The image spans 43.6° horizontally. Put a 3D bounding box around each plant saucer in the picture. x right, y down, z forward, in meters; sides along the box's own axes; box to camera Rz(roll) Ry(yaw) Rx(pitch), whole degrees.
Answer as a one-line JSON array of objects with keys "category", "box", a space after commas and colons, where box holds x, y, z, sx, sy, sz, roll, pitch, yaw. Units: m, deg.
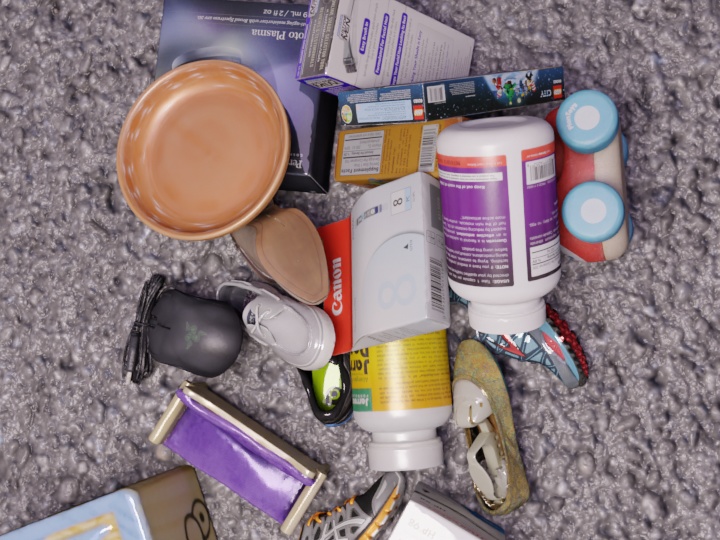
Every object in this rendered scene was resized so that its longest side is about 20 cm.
[{"category": "plant saucer", "box": [-0.166, -0.127, 0.969, 0.200, 0.037, 0.201, -3, 78, 16]}]

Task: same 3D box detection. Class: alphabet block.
[{"category": "alphabet block", "box": [-0.271, 0.344, 0.992, 0.196, 0.200, 0.196, -20, 82, 5]}]

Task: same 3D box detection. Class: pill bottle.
[{"category": "pill bottle", "box": [0.136, -0.044, 0.878, 0.112, 0.112, 0.200, -4, 106, 7]}, {"category": "pill bottle", "box": [0.045, 0.119, 1.014, 0.113, 0.113, 0.200, -4, 85, 7]}]

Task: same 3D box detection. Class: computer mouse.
[{"category": "computer mouse", "box": [-0.215, 0.072, 1.031, 0.200, 0.053, 0.139, 4, 80, 44]}]

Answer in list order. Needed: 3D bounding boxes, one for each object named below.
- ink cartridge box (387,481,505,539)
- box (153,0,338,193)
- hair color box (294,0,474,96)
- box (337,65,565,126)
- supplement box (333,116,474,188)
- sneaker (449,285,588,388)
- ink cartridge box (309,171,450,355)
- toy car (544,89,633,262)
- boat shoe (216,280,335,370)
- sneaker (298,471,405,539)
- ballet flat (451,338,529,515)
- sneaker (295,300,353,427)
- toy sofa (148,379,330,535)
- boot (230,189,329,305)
[{"category": "ink cartridge box", "box": [0.091, 0.290, 0.948, 0.116, 0.200, 0.067, 29, 88, 9]}, {"category": "box", "box": [-0.131, -0.204, 1.063, 0.200, 0.123, 0.199, 5, 87, 8]}, {"category": "hair color box", "box": [0.031, -0.238, 1.014, 0.065, 0.200, 0.110, 5, 83, 51]}, {"category": "box", "box": [0.096, -0.182, 0.943, 0.200, 0.136, 0.038, -15, 104, -35]}, {"category": "supplement box", "box": [0.058, -0.128, 1.003, 0.200, 0.066, 0.069, 7, 89, 50]}, {"category": "sneaker", "box": [0.174, 0.066, 1.032, 0.200, 0.079, 0.096, 48, 109, 13]}, {"category": "ink cartridge box", "box": [0.000, 0.000, 0.959, 0.200, 0.047, 0.160, -16, 65, 35]}, {"category": "toy car", "box": [0.189, -0.093, 0.990, 0.200, 0.184, 0.177, -4, 85, 20]}, {"category": "boat shoe", "box": [-0.100, 0.053, 1.004, 0.200, 0.068, 0.072, 36, 109, 52]}, {"category": "sneaker", "box": [-0.026, 0.301, 1.027, 0.077, 0.078, 0.200, 41, 90, 18]}, {"category": "ballet flat", "box": [0.136, 0.178, 0.999, 0.071, 0.071, 0.200, -15, 96, 6]}, {"category": "sneaker", "box": [-0.038, 0.081, 1.043, 0.071, 0.083, 0.200, -6, 83, 7]}, {"category": "toy sofa", "box": [-0.140, 0.213, 1.038, 0.200, 0.098, 0.083, 32, 89, 8]}, {"category": "boot", "box": [-0.097, -0.021, 1.027, 0.070, 0.146, 0.200, -25, 70, -17]}]
